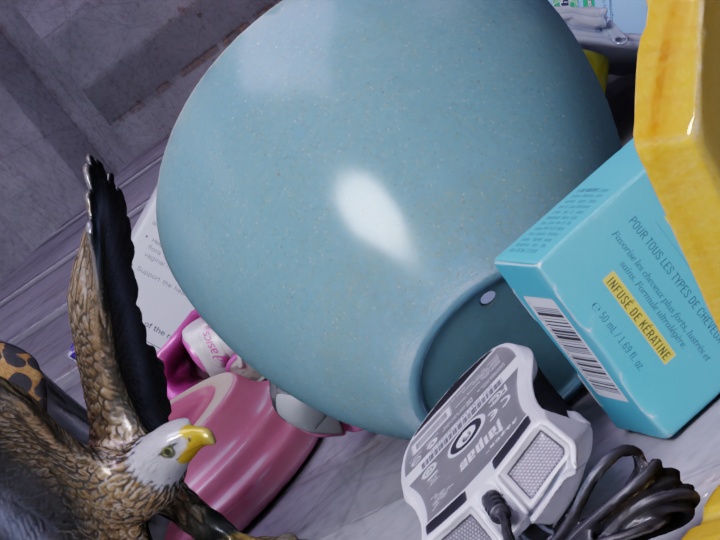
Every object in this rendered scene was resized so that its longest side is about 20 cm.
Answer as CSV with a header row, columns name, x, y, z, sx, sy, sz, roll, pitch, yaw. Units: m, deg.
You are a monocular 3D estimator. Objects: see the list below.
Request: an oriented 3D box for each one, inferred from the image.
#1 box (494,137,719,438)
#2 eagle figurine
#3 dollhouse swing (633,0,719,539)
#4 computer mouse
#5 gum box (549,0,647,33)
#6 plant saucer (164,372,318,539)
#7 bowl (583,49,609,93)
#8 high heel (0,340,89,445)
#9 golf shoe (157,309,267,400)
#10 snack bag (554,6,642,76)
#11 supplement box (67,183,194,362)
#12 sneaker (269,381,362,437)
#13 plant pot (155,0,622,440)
name,x,y,z,sx,sy,sz,roll,pitch,yaw
box,0.151,-0.035,0.792,0.200,0.082,0.049,-41,11,-11
eagle figurine,-0.114,0.072,0.930,0.151,0.200,0.152,-36,10,19
dollhouse swing,0.096,0.002,0.548,0.181,0.176,0.200,-27,16,49
computer mouse,0.056,0.078,0.739,0.110,0.044,0.200,-49,11,10
gum box,0.109,-0.184,1.404,0.198,0.045,0.170,0,17,22
plant saucer,-0.110,0.120,1.143,0.200,0.051,0.201,-38,9,7
bowl,0.039,-0.069,1.217,0.198,0.109,0.200,2,0,0
high heel,-0.186,0.136,0.991,0.071,0.142,0.201,0,56,50
golf shoe,-0.041,0.028,1.192,0.091,0.076,0.200,-22,-9,-39
snack bag,0.102,-0.131,1.241,0.198,0.022,0.188,2,0,-17
supplement box,-0.089,-0.021,1.361,0.201,0.103,0.101,-62,5,12
sneaker,0.000,0.000,1.073,0.200,0.095,0.079,-51,-26,-38
plant pot,0.033,-0.009,0.886,0.200,0.200,0.135,-38,46,3
